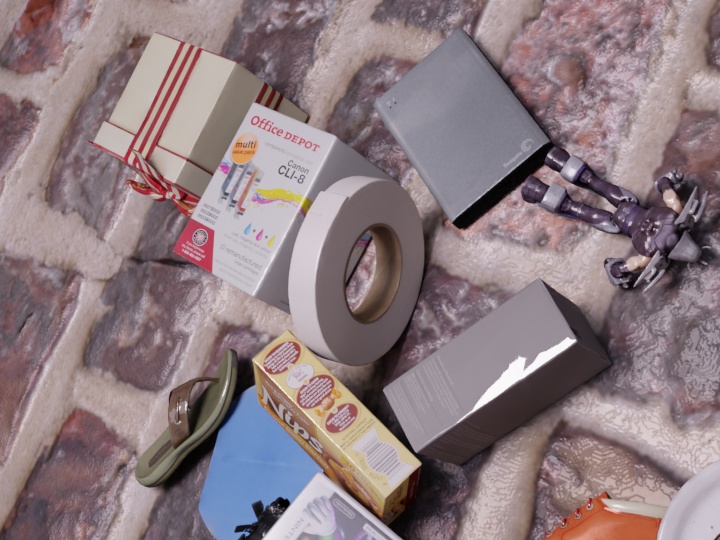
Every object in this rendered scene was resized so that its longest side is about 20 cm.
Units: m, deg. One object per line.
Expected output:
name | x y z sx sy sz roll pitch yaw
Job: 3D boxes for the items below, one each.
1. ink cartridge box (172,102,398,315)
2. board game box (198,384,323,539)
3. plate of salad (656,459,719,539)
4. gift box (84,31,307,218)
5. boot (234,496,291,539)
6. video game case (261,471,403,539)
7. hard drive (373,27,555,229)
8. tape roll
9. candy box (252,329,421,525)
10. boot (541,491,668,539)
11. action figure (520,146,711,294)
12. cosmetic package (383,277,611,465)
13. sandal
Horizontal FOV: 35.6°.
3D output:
ink cartridge box | -0.084 -0.064 1.295 0.145 0.145 0.200 26 87 36
board game box | -0.097 0.223 1.269 0.158 0.039 0.201 0 66 33
plate of salad | 0.351 0.249 0.951 0.199 0.048 0.201 -7 66 16
gift box | -0.213 -0.170 1.386 0.184 0.200 0.187 25 89 41
boot | -0.067 0.346 1.157 0.198 0.073 0.163 40 95 13
video game case | -0.022 0.327 1.086 0.200 0.023 0.182 37 76 15
hard drive | 0.115 -0.162 1.274 0.139 0.033 0.200 -40 57 14
tape roll | 0.000 0.000 1.185 0.037 0.203 0.203 12 80 34
candy box | -0.027 0.166 1.163 0.055 0.116 0.200 -38 69 -21
boot | 0.200 0.260 1.052 0.199 0.075 0.108 -1 69 23
action figure | 0.263 -0.056 1.126 0.200 0.069 0.130 34 86 32
cosmetic package | 0.137 0.105 1.121 0.200 0.107 0.090 -38 58 13
sandal | -0.211 0.174 1.328 0.201 0.057 0.080 -49 23 10
